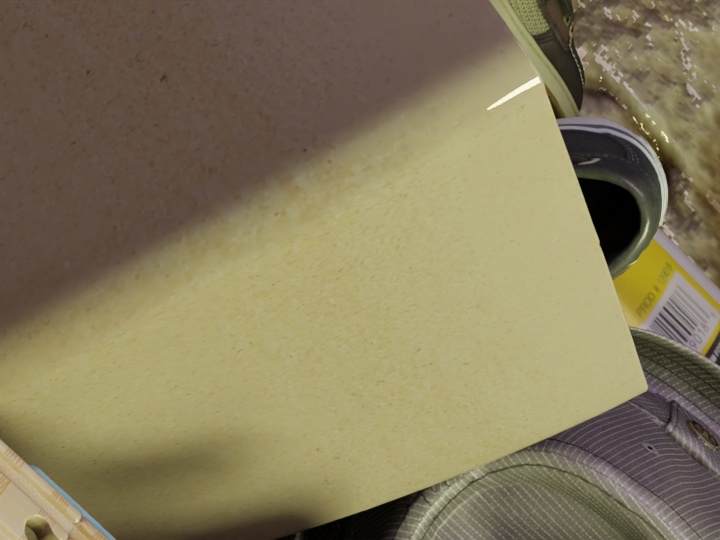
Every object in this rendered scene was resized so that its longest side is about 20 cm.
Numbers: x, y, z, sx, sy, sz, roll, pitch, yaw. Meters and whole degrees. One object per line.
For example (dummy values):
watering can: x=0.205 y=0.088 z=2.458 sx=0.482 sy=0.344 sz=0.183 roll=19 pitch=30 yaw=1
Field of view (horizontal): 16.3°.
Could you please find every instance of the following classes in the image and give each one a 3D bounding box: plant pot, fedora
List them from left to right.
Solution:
plant pot: x=-0.061 y=-0.031 z=0.676 sx=0.177 sy=0.200 sz=0.200 roll=-32 pitch=62 yaw=-2
fedora: x=0.072 y=0.113 z=0.790 sx=0.200 sy=0.177 sz=0.090 roll=52 pitch=4 yaw=-7

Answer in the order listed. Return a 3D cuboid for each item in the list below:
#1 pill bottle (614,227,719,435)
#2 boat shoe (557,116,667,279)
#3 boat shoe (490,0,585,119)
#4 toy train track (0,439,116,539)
pill bottle: x=0.035 y=-0.006 z=0.874 sx=0.200 sy=0.111 sz=0.111 roll=45 pitch=48 yaw=-6
boat shoe: x=0.000 y=0.000 z=0.791 sx=0.057 sy=0.199 sz=0.069 roll=-79 pitch=148 yaw=-78
boat shoe: x=0.047 y=-0.107 z=0.904 sx=0.066 sy=0.072 sz=0.201 roll=-61 pitch=152 yaw=-6
toy train track: x=-0.034 y=0.090 z=0.573 sx=0.200 sy=0.032 sz=0.115 roll=44 pitch=47 yaw=-12
